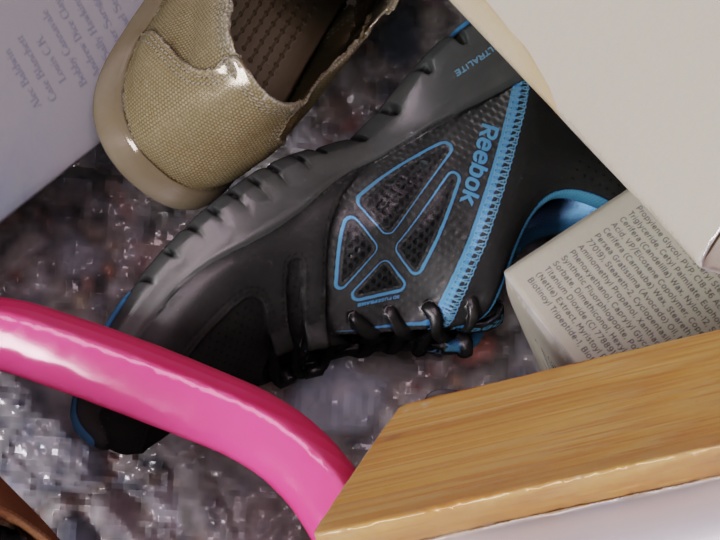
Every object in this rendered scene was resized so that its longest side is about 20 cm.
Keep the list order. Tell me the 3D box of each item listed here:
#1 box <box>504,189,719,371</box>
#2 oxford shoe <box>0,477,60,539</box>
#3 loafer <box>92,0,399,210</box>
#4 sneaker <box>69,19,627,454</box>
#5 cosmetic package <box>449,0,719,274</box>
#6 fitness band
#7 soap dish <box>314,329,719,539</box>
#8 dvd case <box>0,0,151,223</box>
[{"bbox_3d":[0.150,-0.013,0.787,0.200,0.068,0.082,-32,57,-4],"label":"box"},{"bbox_3d":[-0.126,0.059,0.686,0.200,0.071,0.071,42,65,-3],"label":"oxford shoe"},{"bbox_3d":[-0.015,-0.106,0.810,0.076,0.067,0.200,39,57,-31],"label":"loafer"},{"bbox_3d":[0.000,0.000,0.795,0.200,0.073,0.082,-38,82,-13],"label":"sneaker"},{"bbox_3d":[0.087,-0.082,0.736,0.073,0.103,0.200,-55,49,21],"label":"cosmetic package"},{"bbox_3d":[-0.088,0.088,0.746,0.200,0.037,0.144,20,98,2],"label":"fitness band"},{"bbox_3d":[0.108,0.084,0.706,0.200,0.157,0.081,-14,45,18],"label":"soap dish"},{"bbox_3d":[-0.115,-0.099,0.770,0.200,0.018,0.143,-44,114,-41],"label":"dvd case"}]
